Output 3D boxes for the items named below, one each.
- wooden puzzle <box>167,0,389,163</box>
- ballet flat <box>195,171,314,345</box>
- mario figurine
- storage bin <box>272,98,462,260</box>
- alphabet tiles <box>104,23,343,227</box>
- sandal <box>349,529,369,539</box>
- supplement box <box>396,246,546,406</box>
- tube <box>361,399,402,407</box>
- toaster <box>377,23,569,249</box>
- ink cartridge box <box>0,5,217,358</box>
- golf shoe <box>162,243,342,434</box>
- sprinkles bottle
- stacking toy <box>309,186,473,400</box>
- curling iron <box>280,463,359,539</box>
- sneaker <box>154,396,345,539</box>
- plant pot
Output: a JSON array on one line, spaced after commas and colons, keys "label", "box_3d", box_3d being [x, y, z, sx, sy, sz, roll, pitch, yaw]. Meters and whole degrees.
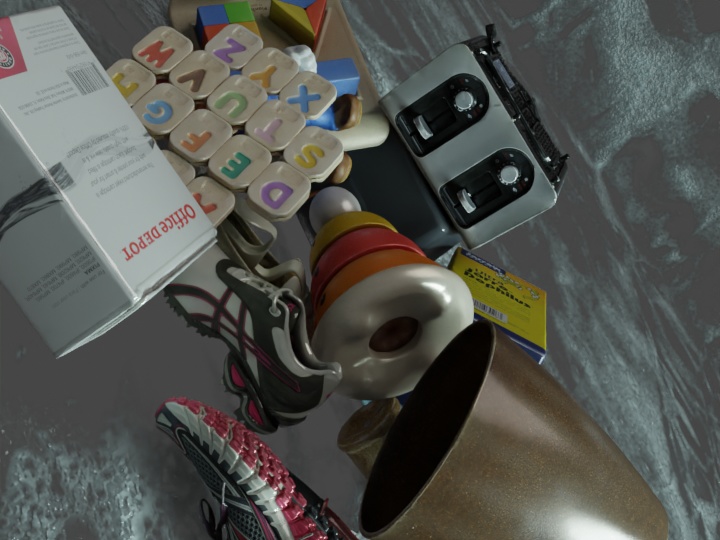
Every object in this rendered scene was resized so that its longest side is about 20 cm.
[{"label": "wooden puzzle", "box_3d": [-0.080, -0.207, 1.064, 0.183, 0.046, 0.202, -11, 66, -19]}, {"label": "ballet flat", "box_3d": [-0.084, -0.002, 0.919, 0.200, 0.062, 0.068, 48, 24, -25]}, {"label": "mario figurine", "box_3d": [-0.092, -0.130, 0.953, 0.198, 0.106, 0.125, 8, 61, -26]}, {"label": "storage bin", "box_3d": [0.013, -0.077, 1.124, 0.145, 0.134, 0.202, 2, 59, -64]}, {"label": "alphabet tiles", "box_3d": [-0.115, -0.123, 0.877, 0.199, 0.015, 0.196, 34, 58, 10]}, {"label": "sandal", "box_3d": [0.008, 0.232, 0.838, 0.202, 0.050, 0.083, 30, 36, -49]}, {"label": "supplement box", "box_3d": [0.111, 0.070, 1.056, 0.109, 0.110, 0.200, 27, 19, 1]}, {"label": "tube", "box_3d": [0.062, 0.137, 1.079, 0.078, 0.050, 0.200, 59, 27, 5]}, {"label": "toaster", "box_3d": [0.122, -0.139, 1.097, 0.182, 0.118, 0.200, 58, 20, -5]}, {"label": "ink cartridge box", "box_3d": [-0.202, -0.064, 0.724, 0.201, 0.084, 0.146, 54, 23, -7]}, {"label": "golf shoe", "box_3d": [-0.090, 0.027, 0.843, 0.201, 0.088, 0.077, 57, 24, -1]}, {"label": "sprinkles bottle", "box_3d": [0.061, 0.206, 0.957, 0.201, 0.068, 0.068, 53, 23, -14]}, {"label": "stacking toy", "box_3d": [0.000, 0.000, 0.948, 0.146, 0.146, 0.201, 35, 19, -43]}, {"label": "curling iron", "box_3d": [-0.026, 0.179, 0.783, 0.200, 0.026, 0.050, 42, -20, 15]}, {"label": "sneaker", "box_3d": [-0.075, 0.168, 0.723, 0.200, 0.075, 0.081, 50, 1, 11]}, {"label": "plant pot", "box_3d": [0.129, 0.171, 0.831, 0.199, 0.188, 0.187, 33, 28, -8]}]
